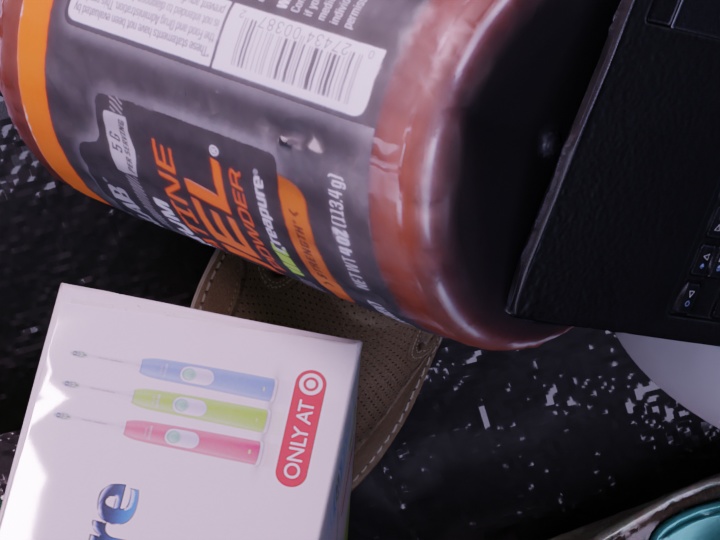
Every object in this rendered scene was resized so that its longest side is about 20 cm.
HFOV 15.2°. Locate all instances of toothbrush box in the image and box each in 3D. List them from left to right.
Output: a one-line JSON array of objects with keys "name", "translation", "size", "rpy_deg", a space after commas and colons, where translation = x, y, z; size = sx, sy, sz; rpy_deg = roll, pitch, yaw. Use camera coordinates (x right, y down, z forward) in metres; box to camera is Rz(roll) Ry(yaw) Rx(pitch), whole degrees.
[{"name": "toothbrush box", "translation": [-0.055, 0.116, 0.752], "size": [0.086, 0.146, 0.200], "rpy_deg": [10, 153, 4]}]

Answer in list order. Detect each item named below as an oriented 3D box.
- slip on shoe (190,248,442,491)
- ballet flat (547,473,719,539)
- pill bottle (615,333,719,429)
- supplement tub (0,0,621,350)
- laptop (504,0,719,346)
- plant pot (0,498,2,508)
[{"name": "slip on shoe", "translation": [0.000, 0.000, 0.797], "size": [0.076, 0.061, 0.200], "rpy_deg": [24, 113, -12]}, {"name": "ballet flat", "translation": [0.085, 0.096, 0.846], "size": [0.200, 0.062, 0.068], "rpy_deg": [-16, 111, -1]}, {"name": "pill bottle", "translation": [0.153, -0.051, 0.747], "size": [0.111, 0.111, 0.200], "rpy_deg": [18, 114, -9]}, {"name": "supplement tub", "translation": [-0.021, -0.055, 0.701], "size": [0.200, 0.107, 0.107], "rpy_deg": [21, 121, 40]}, {"name": "laptop", "translation": [0.164, -0.038, 0.628], "size": [0.200, 0.103, 0.177], "rpy_deg": [8, 110, -36]}, {"name": "plant pot", "translation": [-0.190, 0.113, 0.783], "size": [0.200, 0.201, 0.161], "rpy_deg": [20, 103, -10]}]
